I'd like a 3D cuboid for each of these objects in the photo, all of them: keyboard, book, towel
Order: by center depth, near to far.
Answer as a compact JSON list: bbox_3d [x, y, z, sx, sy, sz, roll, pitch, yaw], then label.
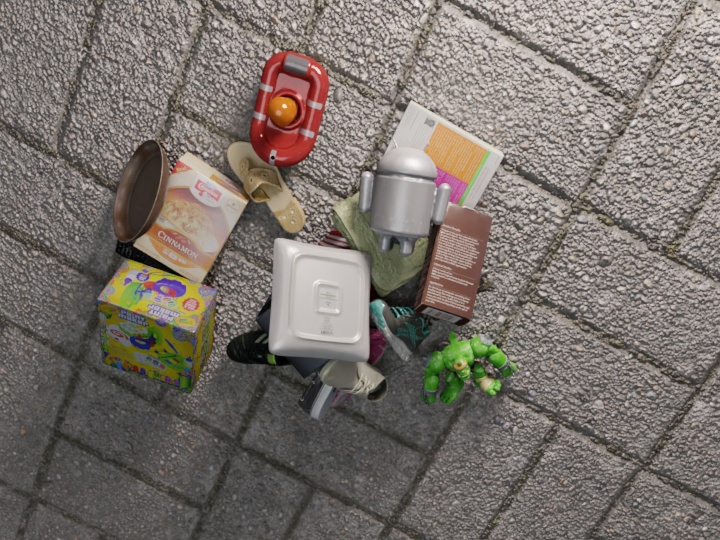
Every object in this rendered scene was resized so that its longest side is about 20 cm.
[{"bbox_3d":[0.148,-0.206,1.268,0.197,0.048,0.135,29,112,-1],"label":"book"},{"bbox_3d":[0.046,-0.069,1.298,0.147,0.036,0.203,-34,99,-12],"label":"towel"},{"bbox_3d":[-0.414,0.013,1.381,0.198,0.040,0.104,34,151,-6],"label":"keyboard"}]

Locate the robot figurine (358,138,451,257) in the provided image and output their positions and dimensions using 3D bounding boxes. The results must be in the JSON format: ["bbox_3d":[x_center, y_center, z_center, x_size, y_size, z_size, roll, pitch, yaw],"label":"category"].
[{"bbox_3d":[0.077,-0.130,1.221,0.165,0.113,0.206,8,98,7],"label":"robot figurine"}]

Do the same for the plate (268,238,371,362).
[{"bbox_3d":[-0.062,0.052,1.197,0.195,0.032,0.206,9,75,-28],"label":"plate"}]

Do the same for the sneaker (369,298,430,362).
[{"bbox_3d":[0.078,0.097,1.320,0.091,0.201,0.078,-39,55,-1],"label":"sneaker"}]

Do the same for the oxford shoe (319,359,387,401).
[{"bbox_3d":[-0.005,0.207,1.290,0.076,0.199,0.058,-49,54,8],"label":"oxford shoe"}]

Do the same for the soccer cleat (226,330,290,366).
[{"bbox_3d":[-0.190,0.166,1.404,0.194,0.081,0.069,-3,106,10],"label":"soccer cleat"}]

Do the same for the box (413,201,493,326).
[{"bbox_3d":[0.168,-0.013,1.245,0.098,0.075,0.205,17,75,-5],"label":"box"}]

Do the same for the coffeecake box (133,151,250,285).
[{"bbox_3d":[-0.328,-0.101,1.338,0.151,0.073,0.202,31,108,-11],"label":"coffeecake box"}]

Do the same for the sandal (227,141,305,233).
[{"bbox_3d":[-0.184,-0.159,1.311,0.077,0.070,0.213,-37,99,14],"label":"sandal"}]

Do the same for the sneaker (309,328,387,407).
[{"bbox_3d":[-0.021,0.201,1.400,0.200,0.088,0.081,-44,68,-2],"label":"sneaker"}]

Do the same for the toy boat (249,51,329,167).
[{"bbox_3d":[-0.137,-0.288,1.235,0.127,0.131,0.205,17,108,2],"label":"toy boat"}]

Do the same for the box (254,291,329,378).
[{"bbox_3d":[-0.103,0.086,1.305,0.104,0.200,0.149,-37,99,13],"label":"box"}]

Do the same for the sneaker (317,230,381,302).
[{"bbox_3d":[0.000,0.000,1.334,0.198,0.079,0.116,37,101,-15],"label":"sneaker"}]

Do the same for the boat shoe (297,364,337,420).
[{"bbox_3d":[-0.060,0.189,1.334,0.065,0.070,0.204,26,88,19],"label":"boat shoe"}]

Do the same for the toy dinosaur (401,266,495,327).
[{"bbox_3d":[0.160,0.048,1.312,0.195,0.077,0.105,-7,105,-17],"label":"toy dinosaur"}]

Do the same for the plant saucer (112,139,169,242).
[{"bbox_3d":[-0.418,-0.149,1.307,0.032,0.201,0.202,18,115,-39],"label":"plant saucer"}]

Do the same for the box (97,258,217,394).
[{"bbox_3d":[-0.404,0.114,1.363,0.195,0.123,0.195,19,133,1],"label":"box"}]

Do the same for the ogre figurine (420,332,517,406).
[{"bbox_3d":[0.202,0.195,1.360,0.195,0.099,0.122,-10,124,26],"label":"ogre figurine"}]
